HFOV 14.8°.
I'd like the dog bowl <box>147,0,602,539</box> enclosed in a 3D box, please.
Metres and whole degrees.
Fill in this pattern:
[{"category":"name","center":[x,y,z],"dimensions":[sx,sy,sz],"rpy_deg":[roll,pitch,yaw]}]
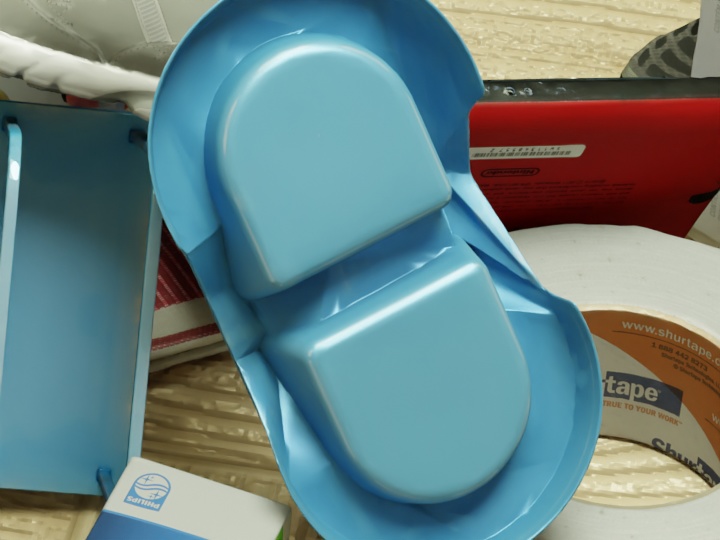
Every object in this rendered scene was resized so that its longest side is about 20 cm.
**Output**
[{"category":"dog bowl","center":[0.000,0.000,0.885],"dimensions":[0.111,0.201,0.050],"rpy_deg":[-27,11,-13]}]

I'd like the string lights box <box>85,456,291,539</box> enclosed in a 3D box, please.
[{"category":"string lights box","center":[-0.084,0.164,0.838],"dimensions":[0.059,0.103,0.200],"rpy_deg":[16,42,10]}]

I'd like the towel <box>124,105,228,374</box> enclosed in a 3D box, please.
[{"category":"towel","center":[-0.088,-0.032,1.136],"dimensions":[0.143,0.023,0.200],"rpy_deg":[-15,45,-23]}]

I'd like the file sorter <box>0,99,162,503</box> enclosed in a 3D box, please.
[{"category":"file sorter","center":[-0.169,0.009,0.937],"dimensions":[0.199,0.140,0.123],"rpy_deg":[5,5,-9]}]

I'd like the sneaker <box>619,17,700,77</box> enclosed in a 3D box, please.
[{"category":"sneaker","center":[0.189,-0.115,1.196],"dimensions":[0.199,0.088,0.074],"rpy_deg":[-24,47,-28]}]

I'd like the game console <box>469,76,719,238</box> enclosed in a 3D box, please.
[{"category":"game console","center":[0.030,-0.063,1.081],"dimensions":[0.199,0.173,0.119],"rpy_deg":[-3,61,-19]}]

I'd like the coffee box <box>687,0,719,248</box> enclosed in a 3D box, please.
[{"category":"coffee box","center":[0.267,-0.080,1.073],"dimensions":[0.197,0.201,0.200],"rpy_deg":[-26,47,-31]}]

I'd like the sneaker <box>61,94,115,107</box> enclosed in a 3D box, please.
[{"category":"sneaker","center":[-0.056,-0.094,1.077],"dimensions":[0.086,0.074,0.200],"rpy_deg":[3,12,9]}]

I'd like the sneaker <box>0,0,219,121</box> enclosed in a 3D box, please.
[{"category":"sneaker","center":[-0.077,-0.095,0.943],"dimensions":[0.199,0.082,0.075],"rpy_deg":[22,7,5]}]

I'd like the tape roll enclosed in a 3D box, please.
[{"category":"tape roll","center":[0.089,0.070,0.990],"dimensions":[0.199,0.066,0.201],"rpy_deg":[1,41,-1]}]

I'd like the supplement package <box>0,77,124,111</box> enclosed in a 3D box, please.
[{"category":"supplement package","center":[-0.203,-0.116,1.118],"dimensions":[0.199,0.114,0.110],"rpy_deg":[-11,44,6]}]
